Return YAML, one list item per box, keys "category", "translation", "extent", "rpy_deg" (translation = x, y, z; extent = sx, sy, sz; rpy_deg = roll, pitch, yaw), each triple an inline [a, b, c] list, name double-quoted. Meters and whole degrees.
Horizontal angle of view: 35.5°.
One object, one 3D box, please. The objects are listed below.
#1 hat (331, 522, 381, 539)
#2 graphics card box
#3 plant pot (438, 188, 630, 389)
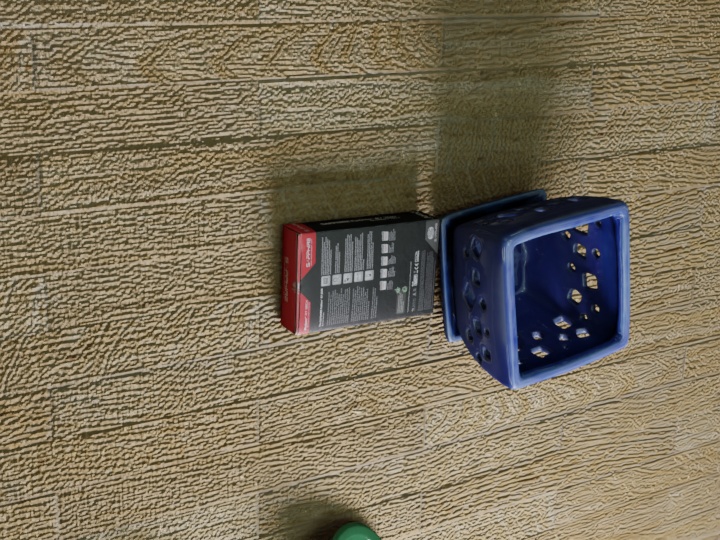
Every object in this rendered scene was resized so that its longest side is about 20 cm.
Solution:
- category: "hat"
  translation: [-0.069, 0.437, 1.461]
  extent: [0.166, 0.175, 0.201]
  rpy_deg: [51, 38, -31]
- category: "graphics card box"
  translation: [0.000, 0.000, 1.347]
  extent: [0.199, 0.051, 0.126]
  rpy_deg: [-8, 109, -30]
- category: "plant pot"
  translation: [0.205, 0.007, 1.405]
  extent: [0.199, 0.180, 0.201]
  rpy_deg: [-16, 113, -27]
